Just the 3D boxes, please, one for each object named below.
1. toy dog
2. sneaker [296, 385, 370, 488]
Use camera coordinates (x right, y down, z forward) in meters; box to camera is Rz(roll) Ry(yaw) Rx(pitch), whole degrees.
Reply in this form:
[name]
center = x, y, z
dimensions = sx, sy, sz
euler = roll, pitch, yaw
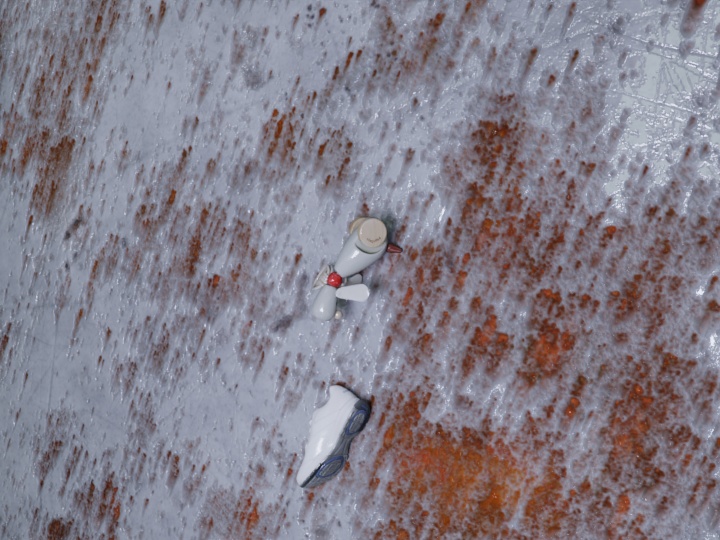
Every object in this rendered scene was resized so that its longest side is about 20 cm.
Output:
[toy dog]
center = 0.000, 0.000, 1.397
dimensions = 0.095, 0.133, 0.202
euler = 29, 113, -13
[sneaker]
center = -0.059, 0.297, 1.450
dimensions = 0.087, 0.074, 0.202
euler = 38, 101, 37
